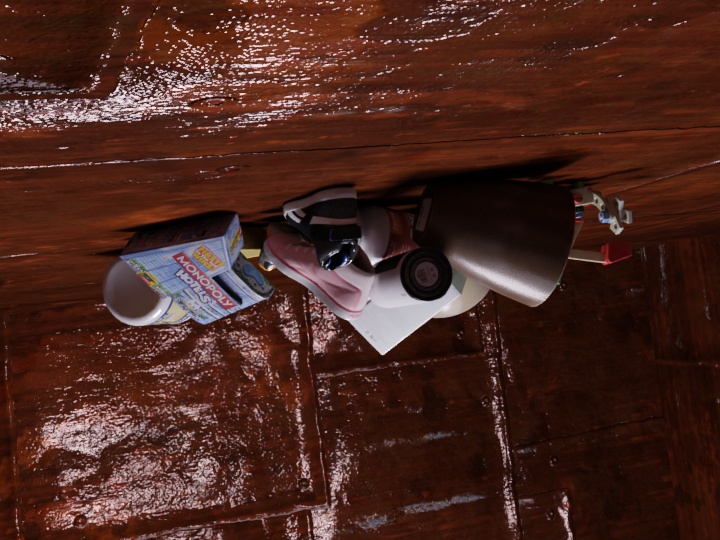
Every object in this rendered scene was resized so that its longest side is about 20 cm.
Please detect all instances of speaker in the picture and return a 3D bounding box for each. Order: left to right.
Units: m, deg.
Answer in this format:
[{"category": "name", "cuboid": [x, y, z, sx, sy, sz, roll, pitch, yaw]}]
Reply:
[{"category": "speaker", "cuboid": [0.069, 0.014, 1.519, 0.081, 0.081, 0.200, -6, 177, -14]}]

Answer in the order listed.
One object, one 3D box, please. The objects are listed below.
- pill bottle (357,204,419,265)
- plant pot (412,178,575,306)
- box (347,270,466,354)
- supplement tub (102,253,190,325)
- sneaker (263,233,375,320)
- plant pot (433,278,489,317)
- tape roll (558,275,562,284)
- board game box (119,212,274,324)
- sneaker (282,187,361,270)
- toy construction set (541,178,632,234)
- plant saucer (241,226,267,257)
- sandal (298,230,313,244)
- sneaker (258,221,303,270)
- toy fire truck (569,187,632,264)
[{"category": "pill bottle", "cuboid": [0.044, -0.046, 1.669, 0.200, 0.112, 0.112, 12, 167, -33]}, {"category": "plant pot", "cuboid": [0.185, -0.060, 1.502, 0.200, 0.187, 0.187, 14, 172, -11]}, {"category": "box", "cuboid": [0.089, 0.042, 1.864, 0.200, 0.097, 0.124, -40, -170, 26]}, {"category": "supplement tub", "cuboid": [-0.386, 0.033, 1.956, 0.144, 0.145, 0.200, -8, 176, 18]}, {"category": "sneaker", "cuboid": [-0.057, -0.021, 1.574, 0.200, 0.105, 0.075, 39, -149, 22]}, {"category": "plant pot", "cuboid": [0.149, -0.028, 1.976, 0.200, 0.200, 0.134, -8, 142, 21]}, {"category": "tape roll", "cuboid": [0.254, -0.020, 1.769, 0.200, 0.048, 0.200, 13, 177, 1]}, {"category": "board game box", "cuboid": [-0.242, -0.005, 1.612, 0.200, 0.200, 0.062, -22, -149, 36]}, {"category": "sneaker", "cuboid": [-0.061, -0.052, 1.495, 0.073, 0.112, 0.200, -4, 175, -23]}, {"category": "toy construction set", "cuboid": [0.342, -0.109, 1.667, 0.200, 0.092, 0.131, 5, 173, -14]}, {"category": "plant saucer", "cuboid": [-0.263, -0.043, 1.760, 0.200, 0.048, 0.200, -9, 177, 30]}, {"category": "sandal", "cuboid": [-0.030, -0.065, 1.737, 0.200, 0.055, 0.082, -1, -146, -49]}, {"category": "sneaker", "cuboid": [-0.103, -0.034, 1.758, 0.200, 0.077, 0.078, 10, -153, -50]}, {"category": "toy fire truck", "cuboid": [0.364, -0.073, 1.775, 0.200, 0.141, 0.049, -7, 176, -1]}]
